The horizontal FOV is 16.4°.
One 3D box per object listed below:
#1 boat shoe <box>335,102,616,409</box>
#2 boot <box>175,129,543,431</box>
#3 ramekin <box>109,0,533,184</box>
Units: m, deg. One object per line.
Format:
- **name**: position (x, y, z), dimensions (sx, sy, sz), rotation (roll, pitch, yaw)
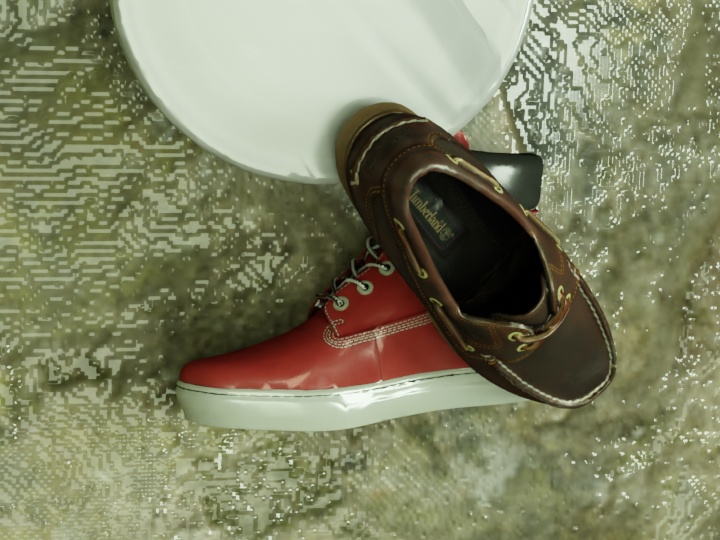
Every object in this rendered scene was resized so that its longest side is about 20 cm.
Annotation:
- **boat shoe**: position (0.061, 0.005, 1.154), dimensions (0.070, 0.070, 0.200), rotation (-48, 126, -2)
- **boot**: position (0.000, 0.000, 1.215), dimensions (0.199, 0.072, 0.145), rotation (-9, 101, -21)
- **ramekin**: position (-0.024, -0.145, 1.170), dimensions (0.201, 0.094, 0.204), rotation (-2, 100, -14)
